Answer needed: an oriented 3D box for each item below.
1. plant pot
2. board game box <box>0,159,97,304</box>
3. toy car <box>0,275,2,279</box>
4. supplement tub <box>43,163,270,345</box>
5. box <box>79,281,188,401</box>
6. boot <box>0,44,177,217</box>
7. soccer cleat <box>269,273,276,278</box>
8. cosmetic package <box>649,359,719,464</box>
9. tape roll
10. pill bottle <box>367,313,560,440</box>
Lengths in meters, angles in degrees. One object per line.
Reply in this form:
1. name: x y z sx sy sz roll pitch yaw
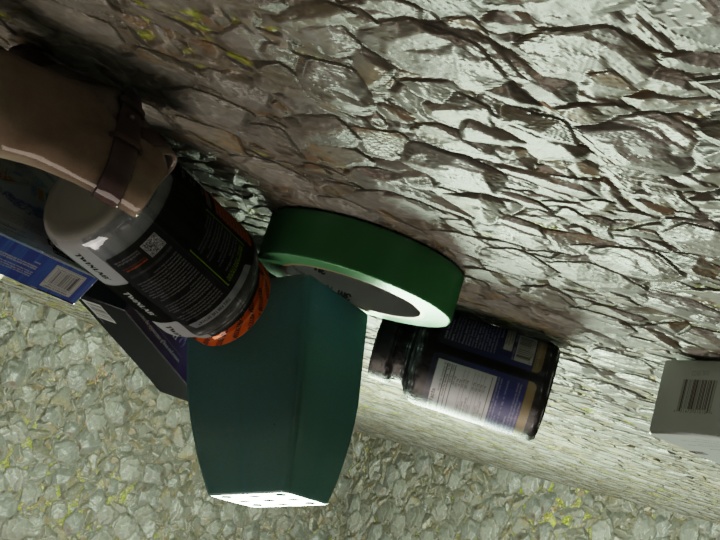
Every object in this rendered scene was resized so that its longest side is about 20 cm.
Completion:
1. plant pot: -0.085 0.127 1.083 0.140 0.202 0.141 -8 158 24
2. board game box: -0.340 -0.081 0.964 0.200 0.043 0.200 31 -157 -46
3. toy car: -0.411 -0.027 1.204 0.163 0.202 0.158 13 167 26
4. supplement tub: -0.173 -0.021 0.975 0.122 0.123 0.200 9 153 40
5. box: -0.190 0.031 1.145 0.078 0.142 0.200 14 152 29
6. boot: -0.208 -0.088 0.754 0.146 0.070 0.200 37 -151 -6
7. soccer cleat: -0.086 0.034 1.268 0.199 0.082 0.067 25 167 -27
8. cosmetic package: 0.397 0.157 1.080 0.199 0.082 0.113 25 165 -26
9. tape roll: 0.000 0.000 1.066 0.199 0.049 0.201 19 168 4
10. pill bottle: 0.114 0.108 1.223 0.198 0.113 0.112 17 168 9
